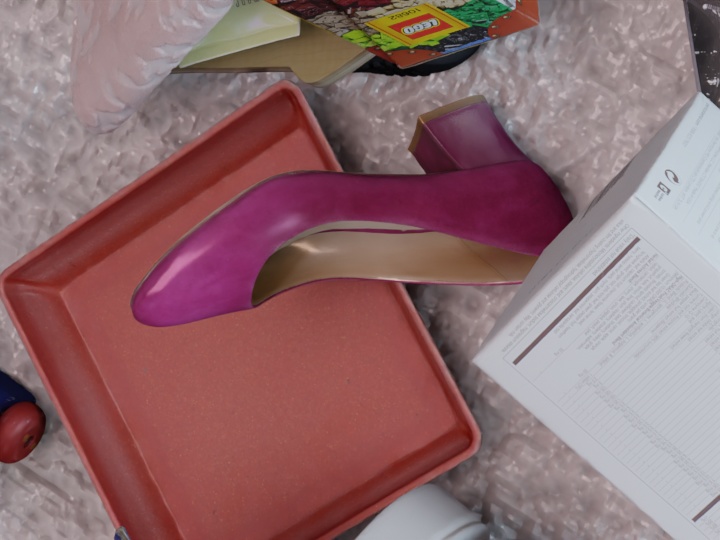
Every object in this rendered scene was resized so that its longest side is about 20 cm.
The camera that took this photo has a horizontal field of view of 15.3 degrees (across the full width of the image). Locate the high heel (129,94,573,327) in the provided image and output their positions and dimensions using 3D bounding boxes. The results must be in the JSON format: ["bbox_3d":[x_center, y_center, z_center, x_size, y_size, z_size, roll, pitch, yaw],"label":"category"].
[{"bbox_3d":[0.000,0.000,1.210,0.096,0.200,0.067,57,157,20],"label":"high heel"}]

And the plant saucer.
[{"bbox_3d":[-0.056,0.041,1.301,0.199,0.037,0.200,-33,80,24],"label":"plant saucer"}]

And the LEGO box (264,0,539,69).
[{"bbox_3d":[-0.002,-0.205,1.140,0.077,0.149,0.201,-16,71,30],"label":"LEGO box"}]

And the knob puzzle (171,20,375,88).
[{"bbox_3d":[-0.005,-0.179,1.245,0.219,0.030,0.220,-9,74,32],"label":"knob puzzle"}]

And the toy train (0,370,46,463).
[{"bbox_3d":[-0.249,0.107,1.312,0.085,0.200,0.116,34,112,19],"label":"toy train"}]

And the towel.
[{"bbox_3d":[-0.096,-0.183,1.226,0.200,0.032,0.192,142,126,-61],"label":"towel"}]

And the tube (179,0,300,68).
[{"bbox_3d":[-0.058,-0.198,1.239,0.052,0.058,0.201,0,81,-7],"label":"tube"}]

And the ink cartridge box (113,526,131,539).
[{"bbox_3d":[-0.029,0.206,1.221,0.041,0.200,0.200,-41,74,-18],"label":"ink cartridge box"}]

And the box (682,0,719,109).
[{"bbox_3d":[0.244,-0.079,1.138,0.200,0.048,0.159,-9,89,27],"label":"box"}]

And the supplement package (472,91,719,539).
[{"bbox_3d":[0.167,0.046,1.108,0.200,0.110,0.114,42,124,-2],"label":"supplement package"}]

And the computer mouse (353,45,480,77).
[{"bbox_3d":[-0.033,-0.122,1.282,0.199,0.034,0.059,3,95,27],"label":"computer mouse"}]

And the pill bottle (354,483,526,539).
[{"bbox_3d":[0.077,0.193,1.201,0.200,0.113,0.113,40,109,19],"label":"pill bottle"}]
